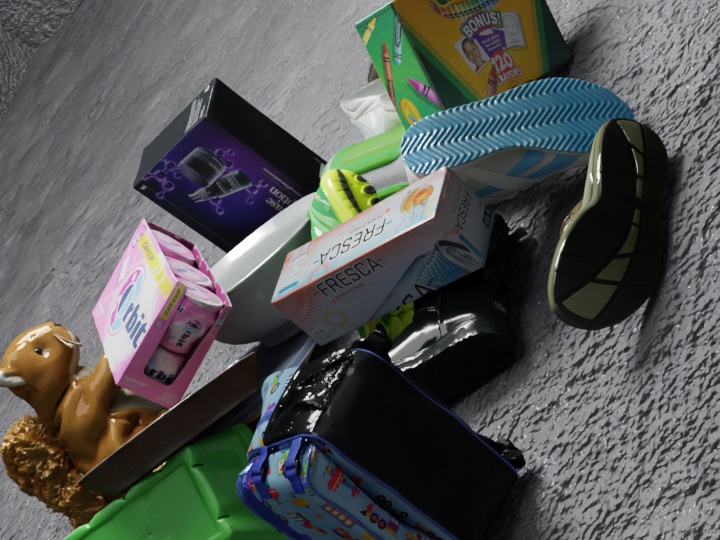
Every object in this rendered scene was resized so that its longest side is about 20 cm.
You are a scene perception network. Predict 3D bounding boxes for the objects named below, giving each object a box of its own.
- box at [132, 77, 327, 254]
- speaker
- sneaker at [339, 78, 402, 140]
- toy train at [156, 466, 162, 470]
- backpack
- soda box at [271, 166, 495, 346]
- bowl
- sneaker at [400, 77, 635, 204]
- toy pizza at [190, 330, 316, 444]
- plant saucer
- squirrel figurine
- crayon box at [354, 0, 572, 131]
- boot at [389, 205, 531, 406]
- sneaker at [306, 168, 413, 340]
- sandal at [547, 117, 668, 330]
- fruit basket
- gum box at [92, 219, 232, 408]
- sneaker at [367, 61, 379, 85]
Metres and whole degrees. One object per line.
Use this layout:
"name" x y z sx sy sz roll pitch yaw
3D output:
"box" -0.134 -0.099 1.597 0.141 0.199 0.079 -37 29 34
"speaker" 0.041 -0.103 1.419 0.199 0.088 0.089 -15 45 55
"sneaker" 0.048 -0.163 1.491 0.070 0.081 0.200 -31 14 -17
"toy train" -0.203 0.218 1.490 0.150 0.055 0.201 -46 25 20
"backpack" -0.007 0.153 1.060 0.199 0.182 0.135 -21 34 56
"soda box" 0.017 -0.009 1.198 0.199 0.068 0.064 -27 33 38
"bowl" -0.088 0.015 1.462 0.200 0.091 0.201 -38 12 10
"sneaker" 0.136 -0.105 1.199 0.198 0.081 0.077 -10 62 5
"toy pizza" -0.112 0.124 1.433 0.200 0.032 0.200 -38 13 10
"plant saucer" -0.167 0.146 1.285 0.199 0.035 0.200 -36 -2 -1
"squirrel figurine" -0.300 0.157 1.448 0.201 0.186 0.142 -56 12 9
"crayon box" 0.099 -0.211 1.303 0.199 0.120 0.058 -31 6 -41
"boot" 0.058 0.041 1.217 0.197 0.073 0.163 -32 34 28
"sneaker" 0.000 0.000 1.335 0.084 0.073 0.201 -49 47 41
"sandal" 0.190 -0.031 1.079 0.057 0.079 0.202 -52 11 52
"fruit basket" -0.152 0.240 1.302 0.215 0.215 0.156 -42 65 26
"gum box" -0.195 0.041 1.365 0.114 0.066 0.200 -60 25 9
"sneaker" 0.075 -0.225 1.536 0.200 0.076 0.091 -36 37 41
